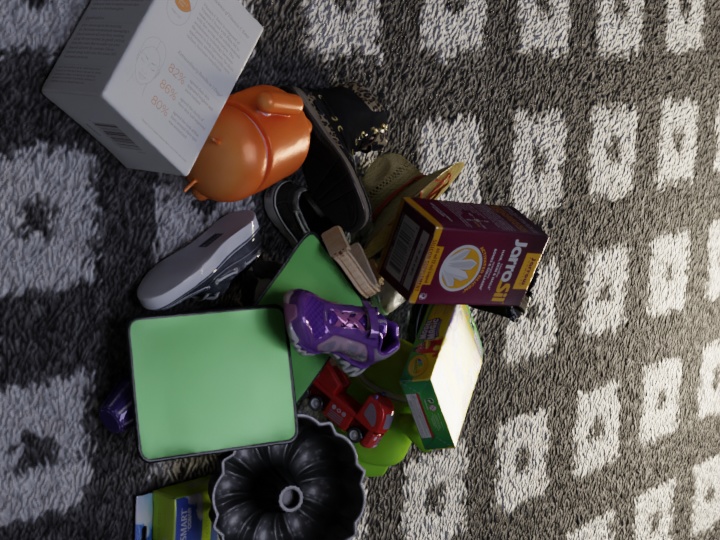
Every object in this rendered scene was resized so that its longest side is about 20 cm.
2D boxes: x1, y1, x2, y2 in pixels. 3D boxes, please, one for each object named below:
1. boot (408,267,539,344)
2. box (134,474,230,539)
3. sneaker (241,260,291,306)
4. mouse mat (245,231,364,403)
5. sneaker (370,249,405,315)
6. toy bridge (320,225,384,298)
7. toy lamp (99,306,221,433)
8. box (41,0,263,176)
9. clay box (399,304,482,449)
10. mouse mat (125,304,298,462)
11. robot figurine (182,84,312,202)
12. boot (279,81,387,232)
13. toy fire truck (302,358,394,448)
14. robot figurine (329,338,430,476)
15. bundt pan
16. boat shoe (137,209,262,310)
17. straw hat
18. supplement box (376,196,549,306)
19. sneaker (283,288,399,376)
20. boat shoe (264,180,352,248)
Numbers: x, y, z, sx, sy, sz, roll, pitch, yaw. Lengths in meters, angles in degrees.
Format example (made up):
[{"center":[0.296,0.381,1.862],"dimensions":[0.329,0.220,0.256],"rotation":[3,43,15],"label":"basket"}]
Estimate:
[{"center":[0.165,0.046,1.990],"dimensions":[0.073,0.161,0.201],"rotation":[30,74,-48],"label":"boot"},{"center":[-0.189,0.317,1.693],"dimensions":[0.199,0.047,0.124],"rotation":[-7,102,-51],"label":"box"},{"center":[-0.114,0.077,1.724],"dimensions":[0.089,0.076,0.203],"rotation":[-52,156,-72],"label":"sneaker"},{"center":[-0.080,0.072,1.678],"dimensions":[0.201,0.007,0.161],"rotation":[-55,136,-20],"label":"mouse mat"},{"center":[0.107,-0.014,1.922],"dimensions":[0.201,0.139,0.078],"rotation":[-57,136,-27],"label":"sneaker"},{"center":[0.000,0.000,1.749],"dimensions":[0.068,0.027,0.200],"rotation":[65,7,18],"label":"toy bridge"},{"center":[-0.224,0.116,1.603],"dimensions":[0.200,0.058,0.059],"rotation":[-43,129,-41],"label":"toy lamp"},{"center":[-0.221,-0.230,1.495],"dimensions":[0.152,0.105,0.202],"rotation":[45,63,-45],"label":"box"},{"center":[0.110,0.123,1.802],"dimensions":[0.201,0.047,0.116],"rotation":[-66,142,-52],"label":"clay box"},{"center":[-0.167,0.126,1.572],"dimensions":[0.198,0.008,0.164],"rotation":[-4,86,-29],"label":"mouse mat"},{"center":[-0.133,-0.149,1.598],"dimensions":[0.200,0.142,0.118],"rotation":[-36,118,-56],"label":"robot figurine"},{"center":[-0.016,-0.153,1.750],"dimensions":[0.150,0.073,0.201],"rotation":[-21,76,-52],"label":"boot"},{"center":[-0.024,0.116,1.780],"dimensions":[0.142,0.199,0.049],"rotation":[-57,164,14],"label":"toy fire truck"},{"center":[0.028,0.180,1.856],"dimensions":[0.114,0.176,0.202],"rotation":[8,114,-33],"label":"robot figurine"},{"center":[-0.096,0.267,1.663],"dimensions":[0.199,0.076,0.205],"rotation":[-2,95,-23],"label":"bundt pan"},{"center":[-0.183,0.003,1.625],"dimensions":[0.200,0.071,0.069],"rotation":[-45,128,-46],"label":"boat shoe"},{"center":[0.043,-0.109,1.861],"dimensions":[0.085,0.201,0.201],"rotation":[47,48,6],"label":"straw hat"},{"center":[0.133,-0.022,1.793],"dimensions":[0.198,0.086,0.112],"rotation":[3,118,-37],"label":"supplement box"},{"center":[-0.018,0.066,1.651],"dimensions":[0.200,0.087,0.082],"rotation":[30,52,-54],"label":"sneaker"},{"center":[-0.049,-0.043,1.782],"dimensions":[0.200,0.063,0.071],"rotation":[46,62,-46],"label":"boat shoe"}]
